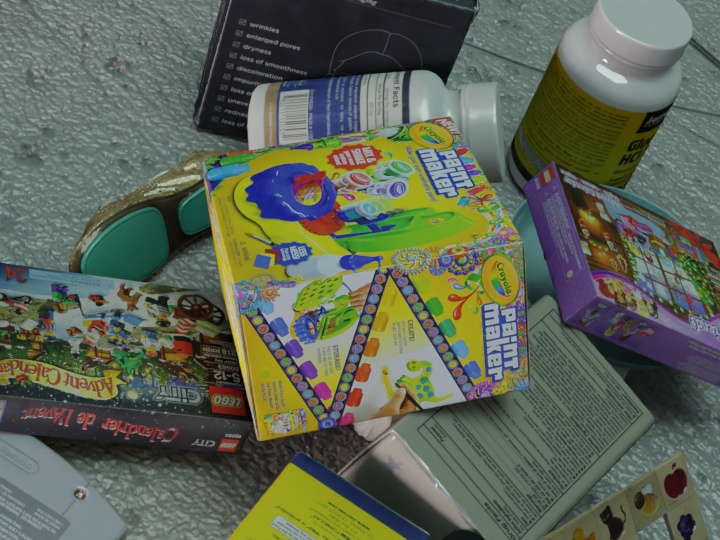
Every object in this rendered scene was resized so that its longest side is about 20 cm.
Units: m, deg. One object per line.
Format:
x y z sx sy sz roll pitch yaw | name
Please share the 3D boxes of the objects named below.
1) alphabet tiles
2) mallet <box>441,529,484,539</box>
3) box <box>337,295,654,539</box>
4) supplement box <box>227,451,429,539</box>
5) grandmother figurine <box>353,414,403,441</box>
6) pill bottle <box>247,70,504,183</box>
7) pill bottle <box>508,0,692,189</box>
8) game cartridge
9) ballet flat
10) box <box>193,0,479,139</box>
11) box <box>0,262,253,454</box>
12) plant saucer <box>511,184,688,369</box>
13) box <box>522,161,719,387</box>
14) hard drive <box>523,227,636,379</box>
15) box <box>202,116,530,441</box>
0.184 0.243 1.144 0.200 0.008 0.167 -24 101 -35 | alphabet tiles
0.119 0.225 1.029 0.200 0.041 0.066 23 31 31 | mallet
0.096 0.132 1.192 0.128 0.109 0.200 50 51 4 | box
-0.058 0.237 1.060 0.110 0.109 0.200 32 47 9 | supplement box
0.008 0.045 1.295 0.121 0.061 0.200 -12 53 5 | grandmother figurine
0.015 -0.106 1.342 0.200 0.111 0.111 -4 47 8 | pill bottle
0.213 -0.151 1.439 0.112 0.200 0.112 10 48 -11 | pill bottle
-0.265 0.159 1.103 0.200 0.040 0.133 32 50 8 | game cartridge
-0.168 -0.041 1.308 0.065 0.071 0.200 20 36 36 | ballet flat
-0.022 -0.208 1.406 0.200 0.197 0.124 14 47 -9 | box
-0.185 0.063 1.191 0.200 0.038 0.137 8 39 -21 | box
0.213 0.008 1.383 0.200 0.027 0.200 11 48 -12 | plant saucer
0.224 0.006 1.292 0.200 0.039 0.137 22 41 -36 | box
0.176 0.035 1.382 0.132 0.027 0.200 31 46 7 | hard drive
0.000 0.000 1.158 0.193 0.122 0.200 -10 31 -8 | box
